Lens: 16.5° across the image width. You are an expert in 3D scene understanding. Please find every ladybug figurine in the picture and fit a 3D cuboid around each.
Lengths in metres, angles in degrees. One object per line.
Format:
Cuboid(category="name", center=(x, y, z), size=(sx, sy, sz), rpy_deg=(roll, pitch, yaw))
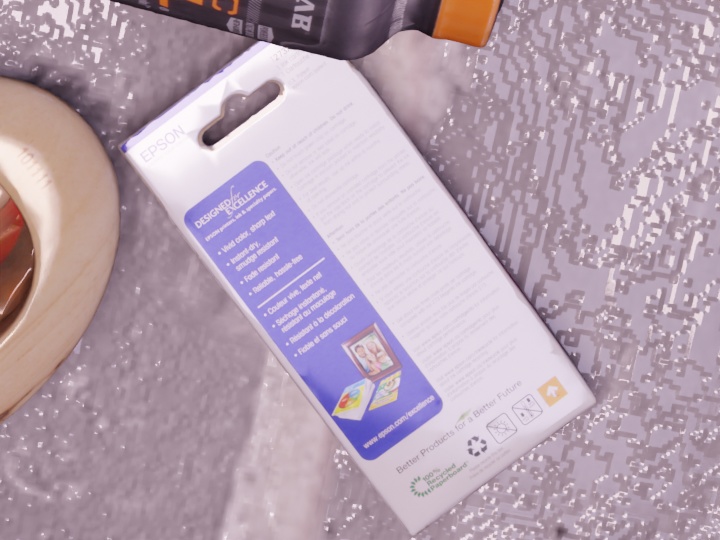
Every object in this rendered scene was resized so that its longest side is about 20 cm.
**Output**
Cuboid(category="ladybug figurine", center=(-0.181, 0.003, 0.956), size=(0.199, 0.072, 0.136), rpy_deg=(-35, 103, 3))

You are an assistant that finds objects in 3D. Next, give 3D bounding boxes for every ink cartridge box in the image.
Cuboid(category="ink cartridge box", center=(0.000, 0.000, 0.989), size=(0.094, 0.037, 0.200), rpy_deg=(-36, 105, 4))

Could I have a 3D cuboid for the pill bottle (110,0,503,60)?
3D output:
Cuboid(category="pill bottle", center=(-0.039, -0.140, 0.908), size=(0.199, 0.106, 0.107), rpy_deg=(14, 101, 0))
